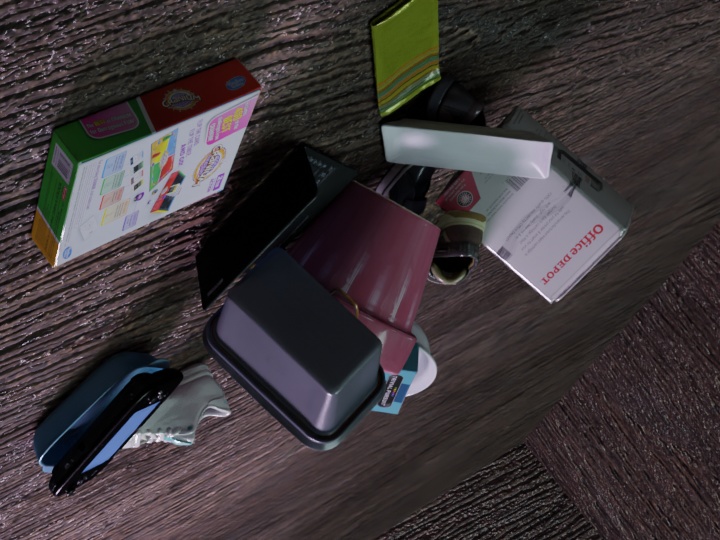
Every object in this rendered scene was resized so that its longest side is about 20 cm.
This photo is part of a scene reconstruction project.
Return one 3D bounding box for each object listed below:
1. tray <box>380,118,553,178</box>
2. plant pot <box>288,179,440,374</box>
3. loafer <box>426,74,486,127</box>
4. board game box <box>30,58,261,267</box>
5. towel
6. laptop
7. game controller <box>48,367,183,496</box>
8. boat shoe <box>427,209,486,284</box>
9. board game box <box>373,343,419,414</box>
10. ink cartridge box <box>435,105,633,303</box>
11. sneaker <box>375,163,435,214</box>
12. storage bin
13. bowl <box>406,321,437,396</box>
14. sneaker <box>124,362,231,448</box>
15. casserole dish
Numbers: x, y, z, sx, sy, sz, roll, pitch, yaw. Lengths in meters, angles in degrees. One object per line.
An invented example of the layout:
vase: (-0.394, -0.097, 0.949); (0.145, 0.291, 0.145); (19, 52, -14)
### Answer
tray: (0.125, -0.146, 1.668); (0.108, 0.198, 0.022); (79, 19, -70)
plant pot: (0.000, 0.000, 1.696); (0.180, 0.199, 0.200); (-61, 162, 1)
loafer: (0.124, -0.169, 1.717); (0.072, 0.063, 0.200); (-59, 164, -8)
board game box: (-0.193, -0.097, 1.280); (0.199, 0.040, 0.153); (-28, 159, -36)
towel: (0.050, -0.231, 1.507); (0.086, 0.018, 0.200); (-38, 163, -10)
laptop: (-0.083, -0.038, 1.550); (0.177, 0.104, 0.200); (-44, 154, 14)
game controller: (-0.285, 0.189, 1.667); (0.200, 0.042, 0.104); (-47, 162, 21)
boat shoe: (0.107, -0.015, 1.767); (0.200, 0.072, 0.065); (107, -7, -70)
board game box: (-0.029, 0.140, 2.009); (0.198, 0.047, 0.151); (8, 151, -6)
ink cartridge box: (0.218, -0.081, 1.769); (0.146, 0.200, 0.085); (-47, -177, 31)
sneaker: (0.048, -0.067, 1.812); (0.078, 0.080, 0.200); (-13, 147, -55)
storage bin: (-0.058, 0.069, 1.517); (0.145, 0.200, 0.135); (-44, 170, -22)
bowl: (0.015, 0.105, 2.079); (0.199, 0.091, 0.202); (3, 149, 2)
sneaker: (-0.250, 0.192, 1.799); (0.199, 0.089, 0.075); (-28, 161, -34)
casserole dish: (-0.308, 0.159, 1.679); (0.200, 0.039, 0.121); (-43, 163, 10)
